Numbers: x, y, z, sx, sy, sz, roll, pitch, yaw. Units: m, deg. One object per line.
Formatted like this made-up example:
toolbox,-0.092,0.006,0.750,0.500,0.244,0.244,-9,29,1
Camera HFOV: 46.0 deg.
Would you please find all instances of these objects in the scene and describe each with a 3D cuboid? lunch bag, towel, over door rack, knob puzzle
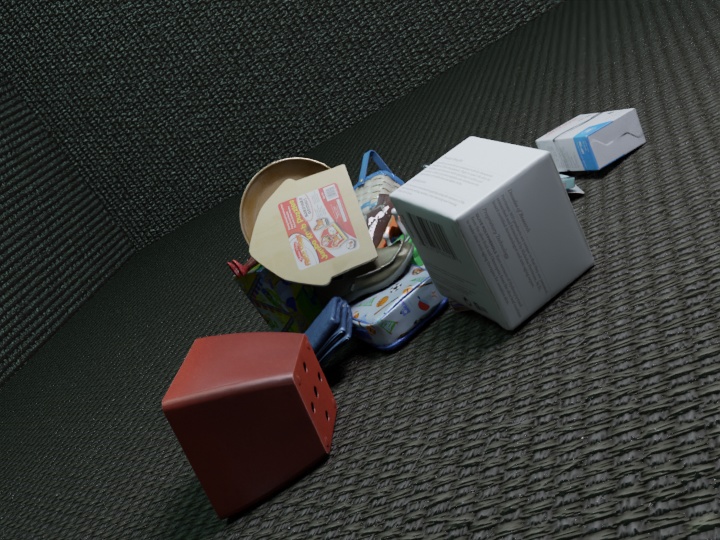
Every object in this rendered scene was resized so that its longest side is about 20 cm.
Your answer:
lunch bag,0.045,0.060,1.426,0.160,0.076,0.200,-42,19,-15
towel,-0.083,0.140,1.399,0.200,0.048,0.112,-52,13,21
over door rack,0.125,-0.128,1.427,0.148,0.067,0.200,-48,6,-36
knob puzzle,-0.090,-0.062,1.420,0.219,0.220,0.030,-35,-16,-4

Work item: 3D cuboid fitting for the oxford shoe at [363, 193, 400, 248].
oxford shoe,0.018,-0.052,1.543,0.201,0.072,0.071,-59,-12,-23

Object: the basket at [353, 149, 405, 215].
basket,0.052,-0.142,1.788,0.139,0.176,0.201,-26,29,36

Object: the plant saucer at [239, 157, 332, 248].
plant saucer,-0.107,-0.093,1.459,0.200,0.201,0.035,-37,-4,-11

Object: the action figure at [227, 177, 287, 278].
action figure,-0.162,-0.085,1.507,0.200,0.099,0.065,-38,12,-21

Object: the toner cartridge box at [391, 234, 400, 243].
toner cartridge box,0.013,-0.023,1.676,0.199,0.095,0.043,-15,26,50

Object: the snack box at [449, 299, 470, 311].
snack box,0.220,-0.006,1.357,0.072,0.024,0.200,-12,28,48

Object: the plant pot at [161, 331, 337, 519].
plant pot,-0.142,0.199,1.218,0.175,0.201,0.200,-18,20,12

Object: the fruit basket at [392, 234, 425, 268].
fruit basket,0.167,-0.051,1.518,0.199,0.094,0.185,-22,14,-14

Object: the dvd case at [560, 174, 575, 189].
dvd case,0.256,-0.158,1.487,0.145,0.022,0.200,-12,21,-23

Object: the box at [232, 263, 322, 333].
box,-0.090,0.021,1.577,0.200,0.193,0.122,-44,19,-28

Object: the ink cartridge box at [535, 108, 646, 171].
ink cartridge box,0.403,-0.234,1.542,0.116,0.068,0.200,-30,15,-17

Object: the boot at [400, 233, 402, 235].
boot,0.147,-0.103,1.637,0.146,0.070,0.200,-27,-13,-45

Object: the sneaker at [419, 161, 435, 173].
sneaker,0.183,-0.197,1.745,0.077,0.082,0.200,-44,-17,22

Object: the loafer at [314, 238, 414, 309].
loafer,0.000,0.000,1.426,0.199,0.070,0.075,-31,21,21

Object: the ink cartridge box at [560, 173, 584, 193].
ink cartridge box,0.280,-0.132,1.514,0.199,0.050,0.162,-1,19,-1

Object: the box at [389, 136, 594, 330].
box,0.186,-0.060,1.221,0.171,0.201,0.199,-37,26,-13
